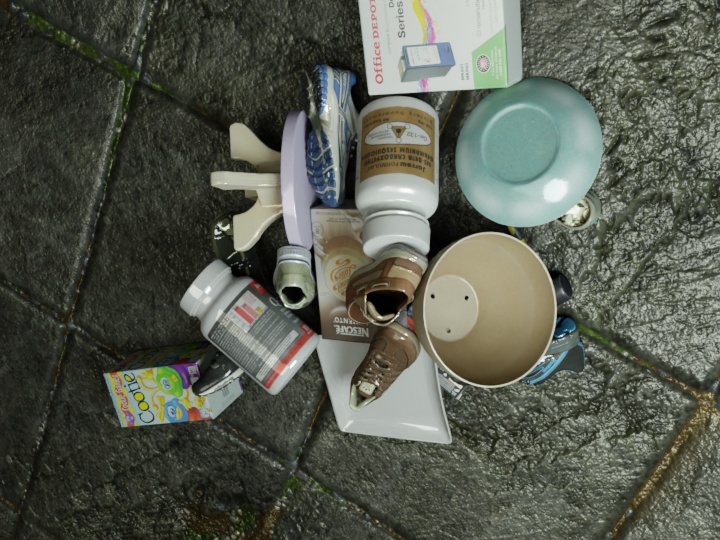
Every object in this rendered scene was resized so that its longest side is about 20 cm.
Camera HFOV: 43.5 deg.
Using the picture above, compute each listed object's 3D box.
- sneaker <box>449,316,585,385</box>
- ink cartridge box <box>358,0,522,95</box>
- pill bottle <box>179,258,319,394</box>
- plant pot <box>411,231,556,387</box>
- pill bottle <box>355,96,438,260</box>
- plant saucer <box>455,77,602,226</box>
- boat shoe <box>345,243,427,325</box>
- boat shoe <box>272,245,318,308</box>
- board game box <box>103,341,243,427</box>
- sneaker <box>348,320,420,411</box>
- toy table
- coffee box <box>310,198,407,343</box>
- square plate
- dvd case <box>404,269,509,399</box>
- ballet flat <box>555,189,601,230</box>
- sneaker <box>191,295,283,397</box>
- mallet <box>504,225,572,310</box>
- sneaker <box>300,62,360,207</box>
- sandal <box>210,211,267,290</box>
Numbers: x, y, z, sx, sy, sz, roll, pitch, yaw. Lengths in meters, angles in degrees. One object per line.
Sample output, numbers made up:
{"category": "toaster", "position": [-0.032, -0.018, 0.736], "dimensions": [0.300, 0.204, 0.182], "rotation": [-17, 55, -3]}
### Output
{"category": "sneaker", "position": [0.226, 0.138, 1.299], "dimensions": [0.198, 0.073, 0.083], "rotation": [-18, 117, 17]}
{"category": "ink cartridge box", "position": [0.105, -0.313, 1.189], "dimensions": [0.198, 0.087, 0.147], "rotation": [3, 110, 26]}
{"category": "pill bottle", "position": [-0.169, 0.082, 1.366], "dimensions": [0.199, 0.116, 0.116], "rotation": [40, 119, 2]}
{"category": "plant pot", "position": [0.150, 0.053, 1.241], "dimensions": [0.202, 0.199, 0.134], "rotation": [63, 162, -8]}
{"category": "pill bottle", "position": [0.049, -0.120, 1.214], "dimensions": [0.113, 0.114, 0.203], "rotation": [-9, 65, 26]}
{"category": "plant saucer", "position": [0.212, -0.160, 1.176], "dimensions": [0.199, 0.039, 0.204], "rotation": [-5, 78, 25]}
{"category": "boat shoe", "position": [0.023, 0.035, 1.212], "dimensions": [0.075, 0.073, 0.200], "rotation": [22, 151, -10]}
{"category": "boat shoe", "position": [-0.102, 0.024, 1.354], "dimensions": [0.071, 0.200, 0.063], "rotation": [6, 71, 3]}
{"category": "board game box", "position": [-0.321, 0.193, 1.552], "dimensions": [0.198, 0.105, 0.104], "rotation": [-10, 105, 25]}
{"category": "sneaker", "position": [0.031, 0.145, 1.289], "dimensions": [0.070, 0.076, 0.201], "rotation": [28, 149, 3]}
{"category": "toy table", "position": [-0.132, -0.128, 1.321], "dimensions": [0.115, 0.184, 0.203], "rotation": [-2, 76, 13]}
{"category": "coffee box", "position": [0.000, 0.000, 1.344], "dimensions": [0.113, 0.080, 0.203], "rotation": [3, 106, 29]}
{"category": "square plate", "position": [0.039, 0.181, 1.413], "dimensions": [0.197, 0.029, 0.200], "rotation": [2, 123, 24]}
{"category": "dvd case", "position": [0.144, 0.079, 1.355], "dimensions": [0.145, 0.022, 0.201], "rotation": [37, 120, 7]}
{"category": "ballet flat", "position": [0.233, -0.120, 1.217], "dimensions": [0.199, 0.064, 0.068], "rotation": [31, 116, 11]}
{"category": "sneaker", "position": [-0.200, 0.118, 1.453], "dimensions": [0.199, 0.076, 0.088], "rotation": [-37, 95, -9]}
{"category": "mallet", "position": [0.220, -0.031, 1.276], "dimensions": [0.066, 0.041, 0.201], "rotation": [-36, 87, 32]}
{"category": "sneaker", "position": [-0.028, -0.192, 1.285], "dimensions": [0.077, 0.084, 0.203], "rotation": [14, 109, 57]}
{"category": "sandal", "position": [-0.199, -0.006, 1.452], "dimensions": [0.057, 0.079, 0.203], "rotation": [39, 139, 54]}
